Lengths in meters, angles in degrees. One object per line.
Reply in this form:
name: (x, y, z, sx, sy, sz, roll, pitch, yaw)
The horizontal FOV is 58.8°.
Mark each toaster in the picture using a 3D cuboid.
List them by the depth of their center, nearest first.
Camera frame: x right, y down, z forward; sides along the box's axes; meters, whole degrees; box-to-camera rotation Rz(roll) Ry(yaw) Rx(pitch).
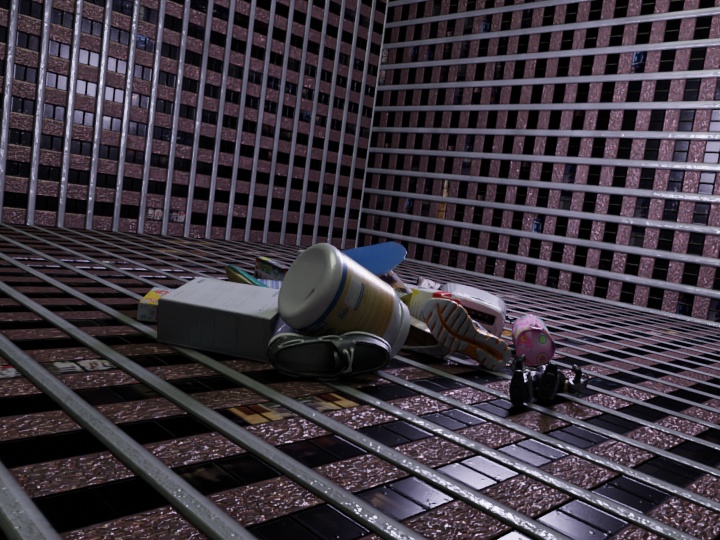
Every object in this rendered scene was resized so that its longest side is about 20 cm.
toaster: (0.256, 0.107, 1.460, 0.196, 0.116, 0.129, 19, 11, 9)

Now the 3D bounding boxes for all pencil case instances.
pencil case: (0.369, 0.147, 1.374, 0.085, 0.090, 0.200, 9, 5, 11)

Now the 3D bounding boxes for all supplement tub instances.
supplement tub: (-0.024, 0.062, 1.068, 0.199, 0.147, 0.144, 34, -10, -33)

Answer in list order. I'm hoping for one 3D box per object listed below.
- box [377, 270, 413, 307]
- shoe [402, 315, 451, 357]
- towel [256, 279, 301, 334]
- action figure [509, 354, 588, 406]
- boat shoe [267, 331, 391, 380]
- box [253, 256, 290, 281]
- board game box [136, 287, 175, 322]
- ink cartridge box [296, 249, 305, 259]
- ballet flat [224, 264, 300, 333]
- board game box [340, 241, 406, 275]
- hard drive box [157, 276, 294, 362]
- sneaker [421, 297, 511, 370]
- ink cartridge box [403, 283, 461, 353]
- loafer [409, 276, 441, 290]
box: (0.007, 0.071, 1.255, 0.198, 0.051, 0.075, -25, 56, -34)
shoe: (0.089, 0.121, 1.280, 0.197, 0.072, 0.053, 14, 0, 32)
towel: (-0.133, 0.080, 1.257, 0.195, 0.024, 0.147, 8, 42, -16)
action figure: (0.305, 0.178, 1.052, 0.127, 0.071, 0.199, 0, -3, 26)
boat shoe: (-0.044, 0.134, 0.973, 0.195, 0.078, 0.060, -1, 10, -11)
box: (-0.209, 0.036, 1.503, 0.034, 0.113, 0.199, 5, 7, -26)
board game box: (-0.368, 0.072, 1.295, 0.131, 0.035, 0.200, 8, 5, -11)
ink cartridge box: (-0.075, 0.041, 1.453, 0.083, 0.148, 0.199, 4, 7, -32)
ballet flat: (-0.178, 0.058, 1.197, 0.197, 0.072, 0.071, 26, 7, 5)
board game box: (0.000, 0.000, 1.290, 0.195, 0.040, 0.159, -11, 23, 10)
hard drive box: (-0.224, 0.079, 1.102, 0.195, 0.079, 0.156, 10, 15, 10)
sneaker: (0.193, 0.120, 1.221, 0.199, 0.079, 0.077, 38, 0, -12)
ink cartridge box: (0.121, 0.095, 1.352, 0.196, 0.119, 0.067, 12, 6, 27)
loafer: (0.120, 0.078, 1.497, 0.070, 0.074, 0.200, 32, 33, 12)
